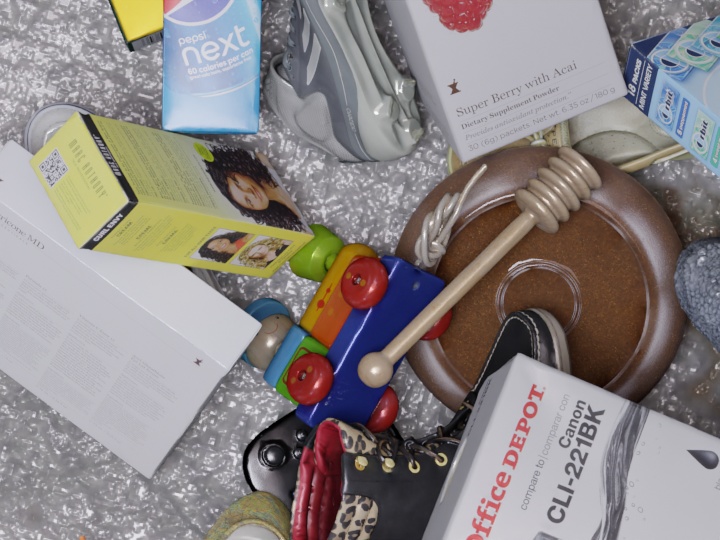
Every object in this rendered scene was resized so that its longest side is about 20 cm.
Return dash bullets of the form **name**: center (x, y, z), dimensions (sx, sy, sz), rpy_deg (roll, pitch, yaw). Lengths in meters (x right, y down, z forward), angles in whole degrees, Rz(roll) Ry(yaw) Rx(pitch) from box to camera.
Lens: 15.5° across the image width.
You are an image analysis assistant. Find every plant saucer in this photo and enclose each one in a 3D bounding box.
- **plant saucer**: center (0.118, 0.019, 1.744), dimensions (0.200, 0.032, 0.201), rpy_deg (1, 102, 4)

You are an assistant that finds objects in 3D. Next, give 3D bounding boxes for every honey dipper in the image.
- **honey dipper**: center (0.074, 0.002, 1.679), dimensions (0.038, 0.038, 0.200), rpy_deg (44, 80, 0)

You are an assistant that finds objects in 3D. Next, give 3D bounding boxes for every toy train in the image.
- **toy train**: center (0.000, 0.000, 1.722), dimensions (0.116, 0.085, 0.200), rpy_deg (32, 94, 44)

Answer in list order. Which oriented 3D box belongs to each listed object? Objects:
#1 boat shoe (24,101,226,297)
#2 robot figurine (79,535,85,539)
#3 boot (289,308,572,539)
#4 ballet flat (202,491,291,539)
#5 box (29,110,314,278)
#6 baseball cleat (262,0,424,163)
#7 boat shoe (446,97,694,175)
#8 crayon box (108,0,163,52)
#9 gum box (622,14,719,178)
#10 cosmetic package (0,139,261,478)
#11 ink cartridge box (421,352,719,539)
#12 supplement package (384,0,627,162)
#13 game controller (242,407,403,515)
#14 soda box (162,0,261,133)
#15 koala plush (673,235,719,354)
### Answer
- **boat shoe**: center (-0.154, -0.026, 1.735), dimensions (0.075, 0.086, 0.202), rpy_deg (-33, 90, -3)
- **robot figurine**: center (-0.143, 0.271, 1.713), dimensions (0.200, 0.117, 0.144), rpy_deg (48, 122, 0)
- **boot**: center (0.045, 0.114, 1.685), dimensions (0.150, 0.073, 0.200), rpy_deg (10, 105, -31)
- **ballet flat**: center (-0.084, 0.215, 1.661), dimensions (0.071, 0.071, 0.200), rpy_deg (35, 55, -1)
- **box**: center (-0.115, -0.045, 1.660), dimensions (0.050, 0.200, 0.075), rpy_deg (-43, 65, 23)
- **baseball cleat**: center (-0.032, -0.154, 1.720), dimensions (0.106, 0.070, 0.200), rpy_deg (-7, 115, 35)
- **boat shoe**: center (0.157, -0.090, 1.759), dimensions (0.200, 0.063, 0.073), rpy_deg (-8, 88, -2)
- **crayon box**: center (-0.094, -0.264, 1.758), dimensions (0.200, 0.058, 0.173), rpy_deg (-21, 89, -3)
- **gum box**: center (0.294, -0.098, 1.685), dimensions (0.170, 0.045, 0.200), rpy_deg (-20, 46, -30)
- **cosmetic package**: center (-0.179, 0.027, 1.703), dimensions (0.200, 0.151, 0.052), rpy_deg (37, 52, -1)
- **ink cartridge box**: center (0.150, 0.157, 1.610), dimensions (0.200, 0.084, 0.145), rpy_deg (23, 75, -2)
- **supplement package**: center (0.074, -0.195, 1.692), dimensions (0.121, 0.120, 0.200), rpy_deg (-23, 118, -2)
- **game controller**: center (0.008, 0.178, 1.757), dimensions (0.104, 0.042, 0.200), rpy_deg (-32, 90, -3)
- **soda box**: center (-0.094, -0.188, 1.692), dimensions (0.064, 0.068, 0.200), rpy_deg (1, 92, -3)
- **koala plush**: center (0.296, 0.074, 1.710), dimensions (0.183, 0.177, 0.200), rpy_deg (-4, 97, -4)
